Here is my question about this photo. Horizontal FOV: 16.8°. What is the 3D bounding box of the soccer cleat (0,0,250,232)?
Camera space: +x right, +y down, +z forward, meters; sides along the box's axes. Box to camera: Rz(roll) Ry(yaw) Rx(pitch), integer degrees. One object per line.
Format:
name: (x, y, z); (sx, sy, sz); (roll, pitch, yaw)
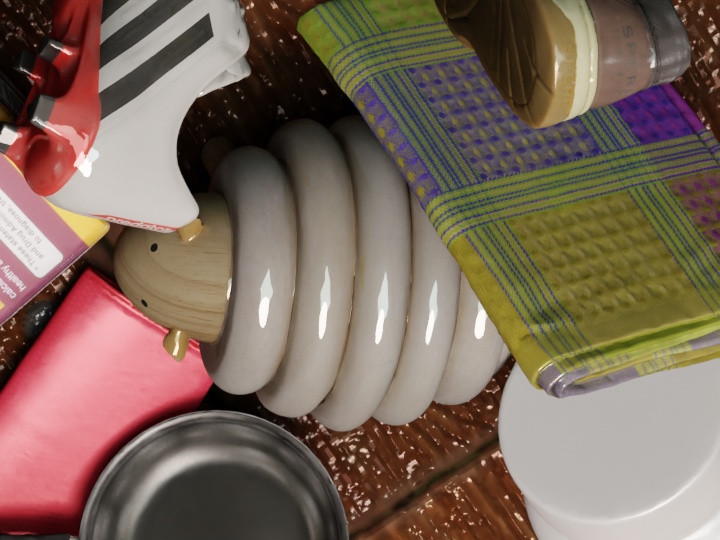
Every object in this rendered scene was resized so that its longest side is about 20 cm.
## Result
soccer cleat: (-0.074, -0.110, 0.924); (0.085, 0.068, 0.201); (25, 68, -29)

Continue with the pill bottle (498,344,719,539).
pill bottle: (0.134, 0.096, 1.011); (0.114, 0.114, 0.200); (-38, 144, 3)

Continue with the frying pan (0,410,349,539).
frying pan: (-0.095, 0.132, 1.019); (0.189, 0.031, 0.116); (-24, 78, 2)

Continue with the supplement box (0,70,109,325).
supplement box: (-0.210, -0.003, 0.952); (0.200, 0.086, 0.110); (-40, 114, 3)

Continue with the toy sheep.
toy sheep: (0.000, 0.000, 0.977); (0.198, 0.138, 0.139); (0, 110, -13)

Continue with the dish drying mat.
dish drying mat: (-0.141, 0.097, 1.043); (0.077, 0.018, 0.201); (31, 101, -23)

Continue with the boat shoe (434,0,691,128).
boat shoe: (0.069, -0.113, 0.916); (0.064, 0.201, 0.074); (-2, 125, -12)

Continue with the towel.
towel: (0.076, -0.040, 0.942); (0.143, 0.201, 0.023); (-15, 148, -32)
